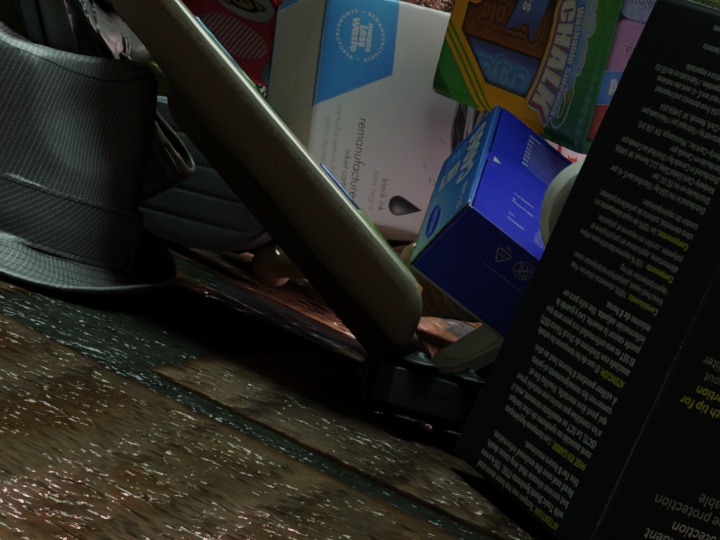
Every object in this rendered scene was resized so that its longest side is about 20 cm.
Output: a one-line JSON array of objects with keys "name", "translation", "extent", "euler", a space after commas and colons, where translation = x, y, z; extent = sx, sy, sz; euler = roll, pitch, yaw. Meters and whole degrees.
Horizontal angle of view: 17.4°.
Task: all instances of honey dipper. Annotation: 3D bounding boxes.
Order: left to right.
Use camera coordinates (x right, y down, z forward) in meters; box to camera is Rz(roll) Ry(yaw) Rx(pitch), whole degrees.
[{"name": "honey dipper", "translation": [0.000, 0.000, 1.153], "extent": [0.038, 0.038, 0.200], "euler": [20, -8, -33]}]

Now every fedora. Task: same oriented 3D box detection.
[{"name": "fedora", "translation": [-0.147, -0.061, 0.987], "extent": [0.176, 0.091, 0.200], "euler": [24, 5, 10]}]

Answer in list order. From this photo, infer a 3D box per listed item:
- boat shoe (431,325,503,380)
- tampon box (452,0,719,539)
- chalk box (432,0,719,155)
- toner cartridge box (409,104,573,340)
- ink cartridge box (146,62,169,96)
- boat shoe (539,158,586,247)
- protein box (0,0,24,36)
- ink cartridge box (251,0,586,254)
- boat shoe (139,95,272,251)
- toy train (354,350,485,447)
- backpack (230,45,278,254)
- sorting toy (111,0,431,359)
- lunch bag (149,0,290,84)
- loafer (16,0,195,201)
[{"name": "boat shoe", "translation": [0.086, 0.043, 1.111], "extent": [0.061, 0.075, 0.200], "euler": [67, 19, -1]}, {"name": "tampon box", "translation": [0.157, 0.022, 0.892], "extent": [0.149, 0.201, 0.126], "euler": [22, 6, -24]}, {"name": "chalk box", "translation": [0.139, -0.111, 1.075], "extent": [0.124, 0.124, 0.200], "euler": [10, 11, -25]}, {"name": "toner cartridge box", "translation": [0.117, 0.022, 1.023], "extent": [0.200, 0.043, 0.095], "euler": [38, 29, -10]}, {"name": "ink cartridge box", "translation": [-0.046, -0.054, 1.449], "extent": [0.199, 0.076, 0.148], "euler": [23, 5, 4]}, {"name": "boat shoe", "translation": [0.154, 0.000, 0.994], "extent": [0.199, 0.072, 0.069], "euler": [16, 10, -24]}, {"name": "protein box", "translation": [-0.220, -0.195, 1.203], "extent": [0.199, 0.135, 0.199], "euler": [18, -30, 23]}, {"name": "ink cartridge box", "translation": [0.054, -0.064, 1.193], "extent": [0.199, 0.117, 0.068], "euler": [11, -9, -24]}, {"name": "boat shoe", "translation": [-0.119, -0.065, 1.262], "extent": [0.199, 0.072, 0.062], "euler": [23, 7, 22]}, {"name": "toy train", "translation": [0.078, 0.070, 1.009], "extent": [0.200, 0.034, 0.046], "euler": [19, -4, -36]}, {"name": "backpack", "translation": [0.043, -0.055, 1.298], "extent": [0.199, 0.168, 0.127], "euler": [15, 8, -31]}, {"name": "sorting toy", "translation": [-0.029, -0.039, 1.025], "extent": [0.185, 0.036, 0.200], "euler": [50, -5, 7]}, {"name": "lunch bag", "translation": [-0.113, -0.187, 1.344], "extent": [0.199, 0.082, 0.176], "euler": [14, -20, 27]}, {"name": "loafer", "translation": [-0.123, -0.102, 1.125], "extent": [0.063, 0.072, 0.200], "euler": [-12, -33, -3]}]
